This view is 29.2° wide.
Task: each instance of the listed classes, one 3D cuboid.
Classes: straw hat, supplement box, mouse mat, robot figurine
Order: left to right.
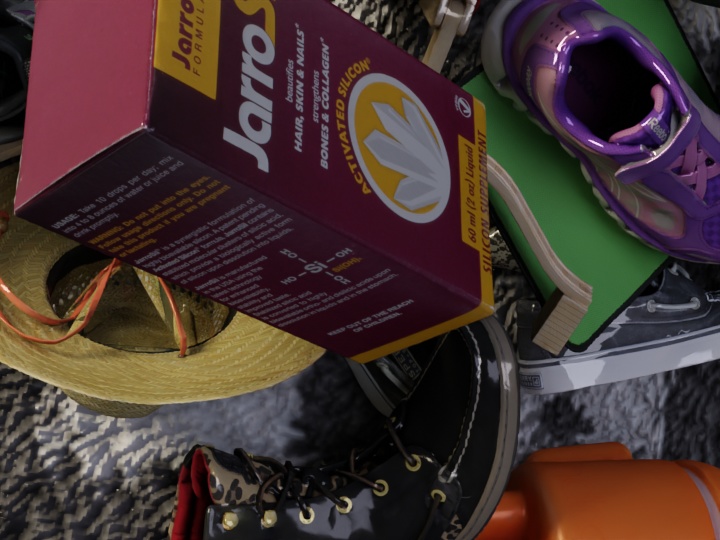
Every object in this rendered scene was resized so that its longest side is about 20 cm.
[{"bbox_3d":[-0.109,0.024,0.679,0.199,0.202,0.086,-9,135,-29],"label":"straw hat"},{"bbox_3d":[-0.037,-0.050,0.581,0.199,0.085,0.112,26,53,-41],"label":"supplement box"},{"bbox_3d":[0.137,-0.072,0.774,0.200,0.007,0.162,-39,106,-32],"label":"mouse mat"},{"bbox_3d":[0.150,0.168,0.794,0.197,0.144,0.119,1,94,-17],"label":"robot figurine"}]

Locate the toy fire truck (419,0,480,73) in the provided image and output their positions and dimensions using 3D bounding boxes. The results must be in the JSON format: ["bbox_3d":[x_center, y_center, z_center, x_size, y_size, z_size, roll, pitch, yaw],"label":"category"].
[{"bbox_3d":[0.048,-0.154,0.744,0.048,0.201,0.142,17,51,-8],"label":"toy fire truck"}]

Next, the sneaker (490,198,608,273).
[{"bbox_3d":[0.103,-0.086,0.818,0.087,0.077,0.203,5,71,0],"label":"sneaker"}]

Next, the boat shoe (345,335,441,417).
[{"bbox_3d":[0.000,0.000,0.758,0.071,0.063,0.201,-45,108,-22],"label":"boat shoe"}]

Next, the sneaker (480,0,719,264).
[{"bbox_3d":[0.149,-0.067,0.706,0.199,0.088,0.081,39,93,-18],"label":"sneaker"}]

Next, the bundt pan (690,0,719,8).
[{"bbox_3d":[0.215,-0.249,0.801,0.201,0.075,0.205,-19,114,-51],"label":"bundt pan"}]

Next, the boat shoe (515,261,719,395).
[{"bbox_3d":[0.182,0.024,0.859,0.197,0.072,0.069,-11,95,-22],"label":"boat shoe"}]

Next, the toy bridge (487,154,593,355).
[{"bbox_3d":[0.035,-0.038,0.705,0.199,0.027,0.068,33,113,-1],"label":"toy bridge"}]

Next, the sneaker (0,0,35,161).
[{"bbox_3d":[-0.147,-0.094,0.636,0.199,0.139,0.078,-33,103,-25],"label":"sneaker"}]

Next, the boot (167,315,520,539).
[{"bbox_3d":[-0.011,0.108,0.710,0.149,0.073,0.202,6,123,-24],"label":"boot"}]
